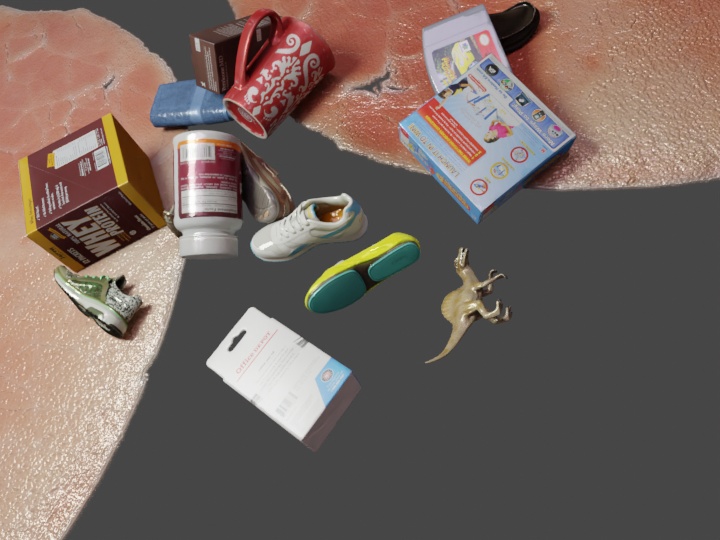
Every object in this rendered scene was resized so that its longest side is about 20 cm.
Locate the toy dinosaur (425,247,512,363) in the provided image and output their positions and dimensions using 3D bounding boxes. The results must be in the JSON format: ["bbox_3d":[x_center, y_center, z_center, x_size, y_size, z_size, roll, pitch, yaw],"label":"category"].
[{"bbox_3d":[0.159,0.058,0.877,0.101,0.058,0.201,-5,50,32],"label":"toy dinosaur"}]

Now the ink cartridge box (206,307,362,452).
[{"bbox_3d":[-0.112,0.152,0.888,0.200,0.067,0.116,30,73,29],"label":"ink cartridge box"}]

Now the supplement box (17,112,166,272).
[{"bbox_3d":[-0.499,-0.144,1.141,0.199,0.133,0.198,-27,57,1],"label":"supplement box"}]

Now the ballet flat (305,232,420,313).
[{"bbox_3d":[0.000,0.000,0.952,0.199,0.067,0.067,-29,35,-4],"label":"ballet flat"}]

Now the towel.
[{"bbox_3d":[-0.327,-0.341,1.252,0.199,0.049,0.112,0,59,16],"label":"towel"}]

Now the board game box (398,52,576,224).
[{"bbox_3d":[0.197,-0.211,0.976,0.196,0.056,0.200,-38,75,-6],"label":"board game box"}]

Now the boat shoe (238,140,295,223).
[{"bbox_3d":[-0.183,-0.158,1.092,0.076,0.072,0.200,-53,57,34],"label":"boat shoe"}]

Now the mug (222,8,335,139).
[{"bbox_3d":[-0.174,-0.374,1.161,0.200,0.177,0.133,-54,23,-11],"label":"mug"}]

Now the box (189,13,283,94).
[{"bbox_3d":[-0.231,-0.429,1.198,0.075,0.100,0.200,28,47,27],"label":"box"}]

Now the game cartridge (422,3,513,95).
[{"bbox_3d":[0.185,-0.349,1.062,0.133,0.041,0.201,-22,80,9],"label":"game cartridge"}]

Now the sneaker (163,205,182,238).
[{"bbox_3d":[-0.285,-0.151,1.113,0.070,0.076,0.201,13,66,24],"label":"sneaker"}]

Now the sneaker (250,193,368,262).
[{"bbox_3d":[-0.092,-0.075,1.006,0.199,0.081,0.077,-17,59,9],"label":"sneaker"}]

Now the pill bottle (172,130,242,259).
[{"bbox_3d":[-0.255,-0.122,1.029,0.114,0.114,0.201,-3,87,16],"label":"pill bottle"}]

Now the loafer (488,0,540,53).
[{"bbox_3d":[0.241,-0.432,1.114,0.200,0.071,0.073,-35,57,-4],"label":"loafer"}]

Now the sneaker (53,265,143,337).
[{"bbox_3d":[-0.451,0.038,1.069,0.200,0.077,0.089,32,61,24],"label":"sneaker"}]
